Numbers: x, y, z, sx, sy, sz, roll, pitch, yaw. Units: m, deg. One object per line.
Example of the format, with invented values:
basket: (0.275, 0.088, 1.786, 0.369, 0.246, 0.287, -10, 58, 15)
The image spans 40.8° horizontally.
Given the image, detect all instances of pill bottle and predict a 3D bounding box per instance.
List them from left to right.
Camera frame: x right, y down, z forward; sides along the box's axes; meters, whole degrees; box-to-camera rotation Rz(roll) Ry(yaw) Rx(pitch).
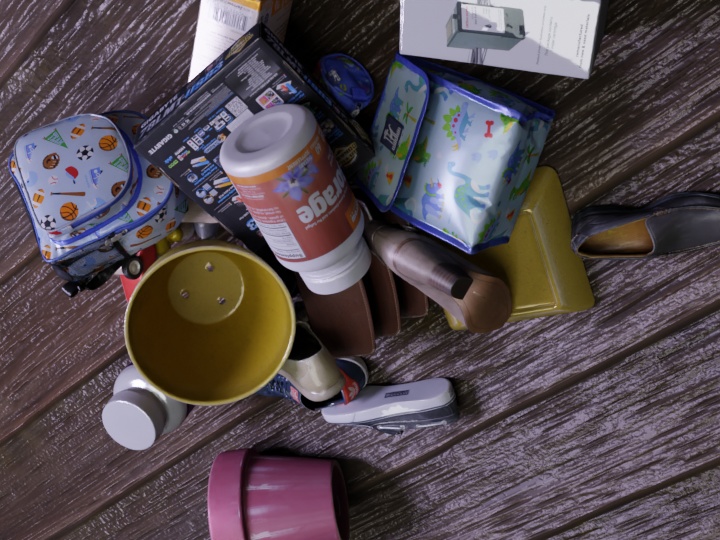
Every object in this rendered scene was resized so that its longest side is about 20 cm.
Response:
pill bottle: (-0.281, 0.161, 1.380, 0.111, 0.200, 0.113, 9, 121, 15)
pill bottle: (-0.063, -0.073, 1.066, 0.111, 0.113, 0.201, -9, 131, 24)

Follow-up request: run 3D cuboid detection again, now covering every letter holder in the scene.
letter holder: (0.000, 0.000, 1.247, 0.141, 0.101, 0.201, -6, 116, 21)

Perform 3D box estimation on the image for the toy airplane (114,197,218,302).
toy airplane: (-0.278, -0.079, 1.298, 0.199, 0.141, 0.200, -46, 63, 20)

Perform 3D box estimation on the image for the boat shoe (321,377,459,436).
boat shoe: (0.043, 0.202, 1.368, 0.198, 0.072, 0.068, -12, 113, 18)

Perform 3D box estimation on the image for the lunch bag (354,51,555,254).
lunch bag: (0.094, -0.139, 1.110, 0.199, 0.127, 0.171, 31, 113, 28)

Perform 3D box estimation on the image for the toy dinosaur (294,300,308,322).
toy dinosaur: (-0.106, 0.094, 1.359, 0.199, 0.047, 0.089, -30, 70, 39)

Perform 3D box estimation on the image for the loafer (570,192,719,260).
loafer: (0.341, -0.040, 1.114, 0.198, 0.072, 0.073, -9, 114, 24)

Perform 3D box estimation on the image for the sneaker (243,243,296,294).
sneaker: (-0.123, -0.032, 1.304, 0.072, 0.085, 0.201, -3, 141, -10)

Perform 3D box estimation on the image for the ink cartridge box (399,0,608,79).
ink cartridge box: (0.153, -0.273, 1.007, 0.198, 0.146, 0.085, 11, 123, 15)

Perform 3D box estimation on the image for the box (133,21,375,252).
box: (-0.119, -0.145, 1.103, 0.199, 0.050, 0.198, -36, 124, 19)

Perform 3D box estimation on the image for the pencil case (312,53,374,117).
pencil case: (-0.057, -0.168, 1.181, 0.200, 0.078, 0.087, -52, 50, 35)

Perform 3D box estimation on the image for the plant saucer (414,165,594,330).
plant saucer: (0.170, -0.012, 1.208, 0.199, 0.049, 0.201, -11, 113, 25)

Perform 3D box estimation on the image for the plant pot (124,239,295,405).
plant pot: (-0.186, 0.043, 1.191, 0.198, 0.142, 0.202, -4, 111, -10)

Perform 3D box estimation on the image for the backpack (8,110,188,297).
backpack: (-0.310, -0.103, 1.162, 0.189, 0.154, 0.201, -23, 75, -10)

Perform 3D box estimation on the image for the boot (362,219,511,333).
boot: (0.090, -0.001, 1.164, 0.146, 0.200, 0.070, 35, 89, 34)

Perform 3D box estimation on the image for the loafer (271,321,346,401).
loafer: (-0.091, 0.095, 1.246, 0.199, 0.075, 0.069, 27, 138, 44)

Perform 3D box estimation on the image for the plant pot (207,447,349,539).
plant pot: (-0.115, 0.360, 1.453, 0.177, 0.200, 0.201, -10, 115, 8)

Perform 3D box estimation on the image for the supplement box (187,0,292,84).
supplement box: (-0.144, -0.250, 1.141, 0.073, 0.126, 0.201, 21, 124, 6)

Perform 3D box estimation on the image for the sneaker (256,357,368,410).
sneaker: (-0.092, 0.162, 1.381, 0.198, 0.085, 0.075, -7, 116, 24)
